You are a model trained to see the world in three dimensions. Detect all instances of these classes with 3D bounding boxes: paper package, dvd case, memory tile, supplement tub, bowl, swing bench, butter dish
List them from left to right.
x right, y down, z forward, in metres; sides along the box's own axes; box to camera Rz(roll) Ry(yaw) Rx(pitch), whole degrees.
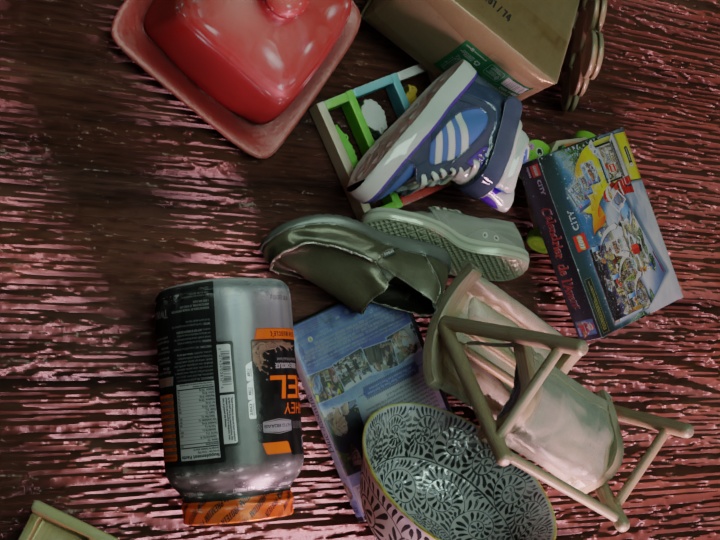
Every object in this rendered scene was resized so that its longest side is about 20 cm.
[{"bbox_3d":[-0.113,0.113,0.994,0.121,0.122,0.203,-1,82,-30],"label":"supplement tub"},{"bbox_3d":[-0.090,-0.238,1.050,0.199,0.147,0.201,39,72,-19],"label":"butter dish"},{"bbox_3d":[0.018,0.123,1.129,0.142,0.017,0.202,-23,92,-32],"label":"dvd case"},{"bbox_3d":[0.071,0.224,1.056,0.199,0.095,0.201,24,25,-12],"label":"bowl"},{"bbox_3d":[0.123,-0.295,1.212,0.199,0.103,0.192,33,58,-21],"label":"paper package"},{"bbox_3d":[0.177,0.121,1.116,0.198,0.200,0.130,33,94,-34],"label":"swing bench"},{"bbox_3d":[0.251,-0.288,1.275,0.017,0.153,0.203,7,77,-1],"label":"memory tile"}]

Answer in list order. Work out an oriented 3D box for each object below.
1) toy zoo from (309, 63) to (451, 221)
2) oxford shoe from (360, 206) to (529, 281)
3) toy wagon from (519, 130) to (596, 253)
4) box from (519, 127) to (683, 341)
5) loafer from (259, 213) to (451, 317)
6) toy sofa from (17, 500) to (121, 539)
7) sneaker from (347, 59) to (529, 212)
[{"bbox_3d":[0.053,-0.142,1.200,0.199,0.020,0.132,-25,93,-31],"label":"toy zoo"},{"bbox_3d":[0.084,-0.036,1.173,0.198,0.075,0.058,11,56,-27],"label":"oxford shoe"},{"bbox_3d":[0.237,-0.083,1.286,0.199,0.039,0.156,38,64,-19],"label":"toy wagon"},{"bbox_3d":[0.262,-0.041,1.247,0.136,0.038,0.202,-20,91,-31],"label":"box"},{"bbox_3d":[0.000,0.000,1.096,0.198,0.075,0.070,9,59,-21],"label":"loafer"},{"bbox_3d":[-0.262,0.292,0.905,0.082,0.098,0.202,24,67,2],"label":"toy sofa"},{"bbox_3d":[0.093,-0.098,1.142,0.147,0.080,0.200,48,63,-15],"label":"sneaker"}]
